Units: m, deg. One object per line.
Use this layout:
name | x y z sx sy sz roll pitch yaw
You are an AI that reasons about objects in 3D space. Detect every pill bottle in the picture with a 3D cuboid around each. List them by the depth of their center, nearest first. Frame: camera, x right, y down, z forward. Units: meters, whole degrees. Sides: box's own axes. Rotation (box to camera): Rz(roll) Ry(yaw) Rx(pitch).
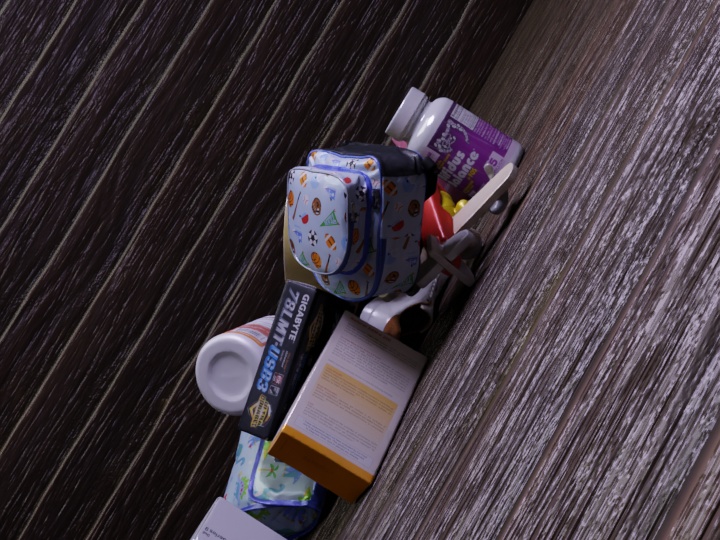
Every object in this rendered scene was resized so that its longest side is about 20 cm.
pill bottle | -0.138 0.127 1.365 0.113 0.112 0.200 -58 -13 17
pill bottle | 0.142 -0.196 1.501 0.113 0.199 0.112 -59 2 4

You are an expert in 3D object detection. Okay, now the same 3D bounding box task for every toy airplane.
toy airplane | 0.118 -0.048 1.298 0.199 0.141 0.201 1 69 48

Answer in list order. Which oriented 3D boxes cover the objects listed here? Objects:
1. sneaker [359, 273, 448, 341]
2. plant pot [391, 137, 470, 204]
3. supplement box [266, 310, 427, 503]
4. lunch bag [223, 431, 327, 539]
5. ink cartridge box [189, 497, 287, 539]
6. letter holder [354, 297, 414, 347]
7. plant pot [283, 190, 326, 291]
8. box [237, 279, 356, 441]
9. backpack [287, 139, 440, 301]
sneaker | 0.089 0.050 1.426 0.200 0.084 0.073 -38 -41 -39
plant pot | 0.141 -0.182 1.769 0.200 0.198 0.180 -64 -10 -66
supplement box | -0.014 0.166 1.204 0.201 0.125 0.074 -60 1 -38
lunch bag | -0.105 0.293 1.420 0.199 0.127 0.171 -28 38 41
ink cartridge box | -0.182 0.423 1.323 0.200 0.145 0.084 -56 2 39
letter holder | 0.008 0.131 1.507 0.143 0.100 0.200 -60 2 21
plant pot | -0.025 -0.046 1.415 0.200 0.141 0.202 2 -90 -83
box | -0.078 0.124 1.288 0.198 0.049 0.202 31 -104 -71
backpack | -0.002 -0.057 1.224 0.200 0.153 0.192 20 121 57
